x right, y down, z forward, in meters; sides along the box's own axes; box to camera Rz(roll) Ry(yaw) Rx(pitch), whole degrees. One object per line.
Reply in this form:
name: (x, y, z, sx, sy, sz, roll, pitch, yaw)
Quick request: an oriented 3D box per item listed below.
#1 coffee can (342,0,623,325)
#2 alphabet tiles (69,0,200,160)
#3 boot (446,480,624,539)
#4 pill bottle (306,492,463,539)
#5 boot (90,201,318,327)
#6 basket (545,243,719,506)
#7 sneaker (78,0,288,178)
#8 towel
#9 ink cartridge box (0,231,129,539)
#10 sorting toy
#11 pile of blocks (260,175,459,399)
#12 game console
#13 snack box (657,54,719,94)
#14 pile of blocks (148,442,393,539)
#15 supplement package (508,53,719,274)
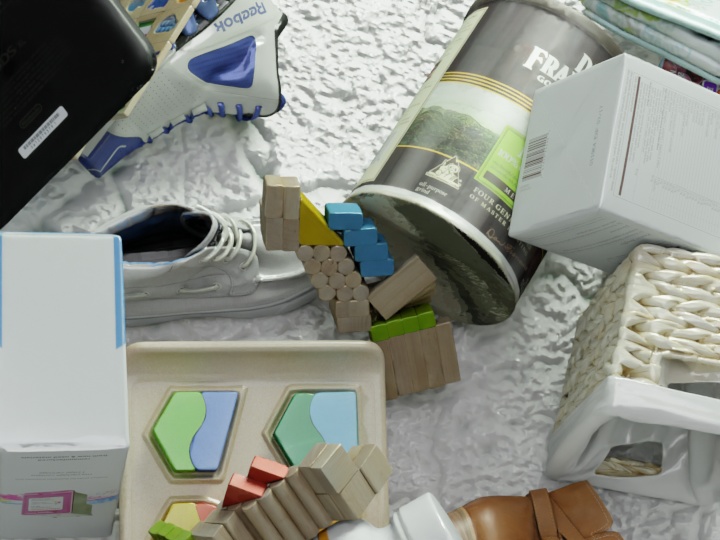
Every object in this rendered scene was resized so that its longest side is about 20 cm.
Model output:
coffee can: (0.095, -0.082, 1.345, 0.146, 0.147, 0.200, 30, 66, 6)
alphabet tiles: (-0.185, -0.156, 1.343, 0.006, 0.166, 0.201, 43, 61, -31)
boot: (0.125, 0.243, 1.249, 0.154, 0.074, 0.201, -14, 72, -18)
pill bottle: (-0.019, 0.229, 1.178, 0.199, 0.111, 0.111, -32, 73, 3)
boot: (-0.101, -0.010, 1.312, 0.199, 0.096, 0.074, -13, 69, -13)
basket: (0.214, 0.075, 1.258, 0.135, 0.200, 0.124, 11, 70, -3)
sneaker: (-0.120, -0.135, 1.365, 0.115, 0.081, 0.200, 41, 85, -21)
towel: (0.283, -0.214, 1.445, 0.199, 0.048, 0.171, 28, 43, 10)
ink cartridge box: (-0.199, 0.081, 1.203, 0.084, 0.200, 0.145, 0, 67, -12)
sorting toy: (-0.071, 0.148, 1.248, 0.184, 0.036, 0.201, 0, 84, -8)
pile of blocks: (0.000, 0.000, 1.302, 0.082, 0.062, 0.200, -36, 111, 4)
game console: (-0.231, -0.155, 1.306, 0.176, 0.200, 0.116, 52, 26, 6)
snack box: (0.303, -0.055, 1.407, 0.199, 0.068, 0.170, 17, 65, -2)
pile of blocks: (-0.079, 0.156, 1.175, 0.199, 0.082, 0.062, -33, 114, -2)
supplement package: (0.220, -0.052, 1.262, 0.199, 0.109, 0.114, 20, 73, -25)
